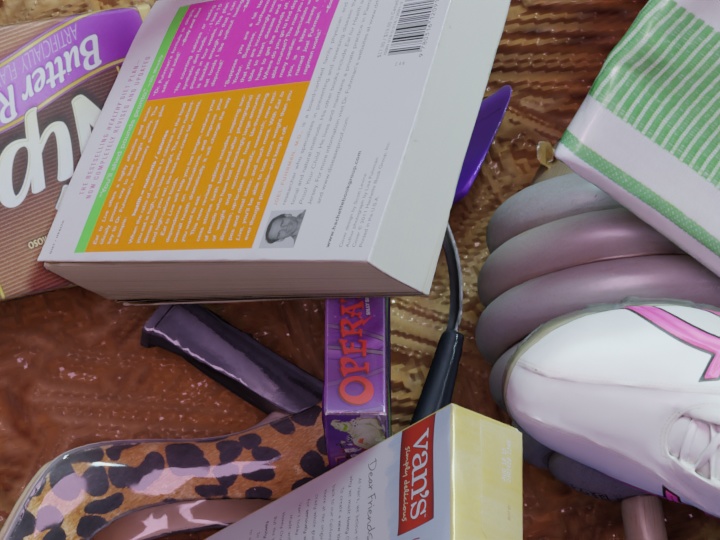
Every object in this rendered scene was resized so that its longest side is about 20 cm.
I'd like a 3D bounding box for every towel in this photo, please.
[{"bbox_3d":[0.186,-0.084,0.844,0.152,0.023,0.200,33,108,-18],"label":"towel"}]

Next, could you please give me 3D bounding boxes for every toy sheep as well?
[{"bbox_3d":[0.114,0.027,0.940,0.137,0.138,0.201,-5,68,0],"label":"toy sheep"}]

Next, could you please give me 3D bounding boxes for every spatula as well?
[{"bbox_3d":[0.038,0.012,0.972,0.020,0.056,0.201,14,73,-18],"label":"spatula"}]

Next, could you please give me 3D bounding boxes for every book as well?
[{"bbox_3d":[-0.035,-0.057,0.876,0.048,0.199,0.134,29,71,-37],"label":"book"}]

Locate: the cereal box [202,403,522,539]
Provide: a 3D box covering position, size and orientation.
[{"bbox_3d":[-0.015,0.152,0.839,0.039,0.200,0.145,23,53,-32],"label":"cereal box"}]

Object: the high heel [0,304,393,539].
[{"bbox_3d":[-0.075,0.124,0.955,0.142,0.071,0.200,33,79,4],"label":"high heel"}]

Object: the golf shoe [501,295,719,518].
[{"bbox_3d":[0.153,0.061,0.843,0.199,0.092,0.073,11,105,-7],"label":"golf shoe"}]

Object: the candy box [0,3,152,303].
[{"bbox_3d":[-0.175,-0.040,0.942,0.199,0.056,0.117,-12,91,-29],"label":"candy box"}]

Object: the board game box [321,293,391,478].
[{"bbox_3d":[0.000,0.000,0.920,0.032,0.120,0.201,1,57,-2],"label":"board game box"}]
